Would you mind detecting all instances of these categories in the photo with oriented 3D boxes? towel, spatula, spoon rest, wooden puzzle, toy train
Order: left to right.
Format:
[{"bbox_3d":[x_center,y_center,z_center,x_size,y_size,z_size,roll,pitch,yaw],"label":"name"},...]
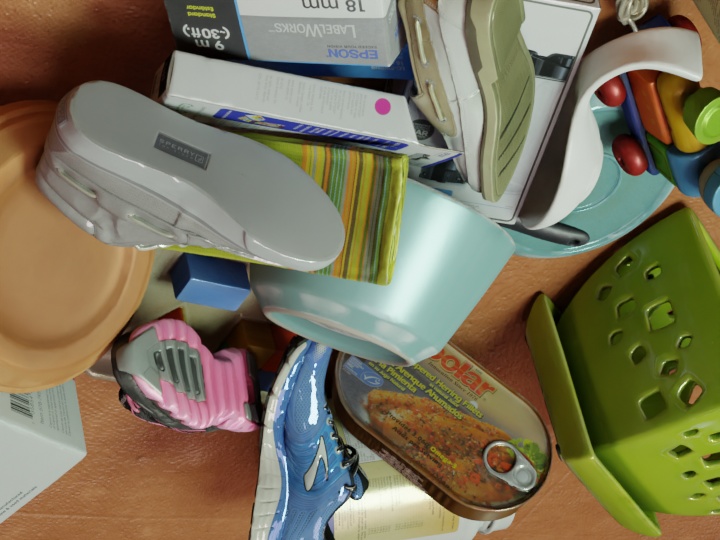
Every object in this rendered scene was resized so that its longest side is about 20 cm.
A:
[{"bbox_3d":[-0.099,0.033,1.305,0.184,0.047,0.200,12,130,-32],"label":"wooden puzzle"},{"bbox_3d":[-0.067,-0.047,1.104,0.198,0.087,0.018,9,-175,18],"label":"towel"},{"bbox_3d":[0.085,-0.041,1.281,0.198,0.021,0.057,8,151,-15],"label":"spatula"},{"bbox_3d":[0.157,-0.104,1.163,0.060,0.100,0.200,17,144,-21],"label":"spoon rest"},{"bbox_3d":[0.222,-0.133,1.176,0.084,0.116,0.201,-32,131,-6],"label":"toy train"}]

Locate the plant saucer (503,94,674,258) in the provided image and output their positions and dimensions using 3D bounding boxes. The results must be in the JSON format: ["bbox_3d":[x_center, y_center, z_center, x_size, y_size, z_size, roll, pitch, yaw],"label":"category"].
[{"bbox_3d":[0.172,-0.076,1.310,0.198,0.028,0.201,-11,140,-10],"label":"plant saucer"}]

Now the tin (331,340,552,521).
[{"bbox_3d":[0.066,0.122,1.369,0.112,0.199,0.042,-48,170,-23],"label":"tin"}]

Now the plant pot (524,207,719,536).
[{"bbox_3d":[0.258,0.101,1.415,0.180,0.200,0.200,-25,140,15],"label":"plant pot"}]

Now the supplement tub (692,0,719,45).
[{"bbox_3d":[0.299,-0.189,1.101,0.144,0.201,0.146,-11,139,-10],"label":"supplement tub"}]

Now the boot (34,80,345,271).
[{"bbox_3d":[-0.112,-0.044,1.076,0.199,0.074,0.096,29,143,-9],"label":"boot"}]

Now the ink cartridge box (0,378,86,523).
[{"bbox_3d":[-0.322,0.081,1.189,0.144,0.146,0.200,-36,137,21],"label":"ink cartridge box"}]

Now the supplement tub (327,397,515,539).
[{"bbox_3d":[0.023,0.176,1.436,0.198,0.145,0.145,-6,138,-16],"label":"supplement tub"}]

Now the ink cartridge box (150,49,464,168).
[{"bbox_3d":[-0.036,-0.104,1.097,0.198,0.037,0.095,12,175,-14],"label":"ink cartridge box"}]

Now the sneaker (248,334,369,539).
[{"bbox_3d":[-0.034,0.139,1.307,0.088,0.079,0.202,7,106,3],"label":"sneaker"}]

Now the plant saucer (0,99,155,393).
[{"bbox_3d":[-0.214,-0.013,1.125,0.199,0.037,0.202,-14,111,-42],"label":"plant saucer"}]

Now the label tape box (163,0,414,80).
[{"bbox_3d":[-0.046,-0.175,1.044,0.143,0.064,0.201,4,140,13],"label":"label tape box"}]

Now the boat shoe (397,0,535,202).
[{"bbox_3d":[0.069,-0.126,1.088,0.068,0.075,0.201,17,146,20],"label":"boat shoe"}]

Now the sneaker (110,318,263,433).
[{"bbox_3d":[-0.147,0.089,1.246,0.094,0.080,0.200,-10,163,18],"label":"sneaker"}]

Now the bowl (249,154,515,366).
[{"bbox_3d":[0.000,0.000,1.179,0.200,0.200,0.106,27,78,-41],"label":"bowl"}]

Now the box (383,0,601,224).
[{"bbox_3d":[0.081,-0.131,1.167,0.115,0.060,0.201,9,133,-11],"label":"box"}]
